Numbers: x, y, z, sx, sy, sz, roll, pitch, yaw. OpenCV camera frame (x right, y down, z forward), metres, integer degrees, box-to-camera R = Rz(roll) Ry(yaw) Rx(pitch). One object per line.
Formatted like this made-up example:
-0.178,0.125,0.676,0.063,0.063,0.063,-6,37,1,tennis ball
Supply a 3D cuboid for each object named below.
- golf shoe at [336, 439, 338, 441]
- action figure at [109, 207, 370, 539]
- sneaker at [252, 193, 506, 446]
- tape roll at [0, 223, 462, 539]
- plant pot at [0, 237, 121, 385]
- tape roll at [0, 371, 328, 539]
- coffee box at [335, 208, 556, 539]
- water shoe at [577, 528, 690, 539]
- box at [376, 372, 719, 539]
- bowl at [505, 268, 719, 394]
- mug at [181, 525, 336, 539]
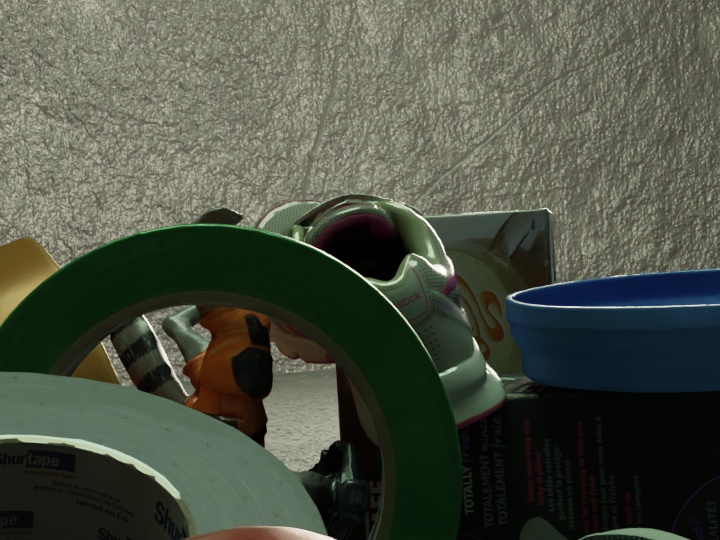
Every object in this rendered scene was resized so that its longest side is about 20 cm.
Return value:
0.052,0.141,1.433,0.094,0.078,0.200,17,-9,-33,golf shoe
-0.071,0.096,1.096,0.104,0.194,0.200,-1,-24,-20,action figure
0.000,0.000,1.080,0.081,0.088,0.200,-25,29,-16,sneaker
-0.060,0.082,0.931,0.200,0.201,0.048,-3,0,-1,tape roll
-0.177,0.101,1.038,0.140,0.200,0.200,-20,6,-17,plant pot
-0.112,0.112,0.804,0.200,0.066,0.200,7,26,-4,tape roll
0.047,0.071,1.205,0.114,0.200,0.080,-3,0,6,coffee box
0.107,0.139,0.882,0.079,0.072,0.200,-6,2,-33,water shoe
0.118,0.109,1.085,0.200,0.123,0.106,-3,3,18,box
0.165,0.025,1.058,0.200,0.039,0.201,-4,3,0,bowl
0.022,0.144,0.408,0.133,0.178,0.200,40,-20,-32,mug
